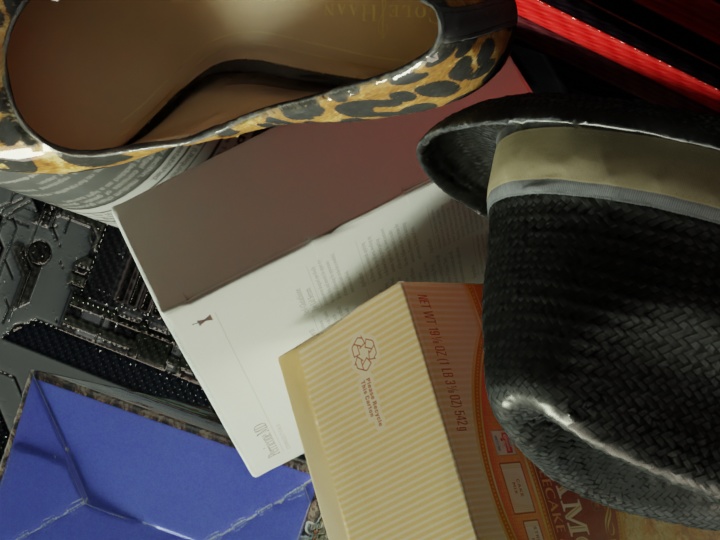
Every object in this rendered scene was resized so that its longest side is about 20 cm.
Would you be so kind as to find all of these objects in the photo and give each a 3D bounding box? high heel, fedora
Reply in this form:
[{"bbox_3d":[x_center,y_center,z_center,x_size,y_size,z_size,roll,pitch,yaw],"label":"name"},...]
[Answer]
[{"bbox_3d":[-0.058,-0.064,0.611,0.199,0.072,0.143,-10,-172,-5],"label":"high heel"},{"bbox_3d":[0.101,0.025,0.622,0.199,0.092,0.201,16,168,3],"label":"fedora"}]

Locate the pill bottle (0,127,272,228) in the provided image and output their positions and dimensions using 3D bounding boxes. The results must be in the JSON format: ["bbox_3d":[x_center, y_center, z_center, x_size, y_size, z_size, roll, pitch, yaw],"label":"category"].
[{"bbox_3d":[-0.095,-0.079,0.814,0.116,0.116,0.200,20,180,42],"label":"pill bottle"}]

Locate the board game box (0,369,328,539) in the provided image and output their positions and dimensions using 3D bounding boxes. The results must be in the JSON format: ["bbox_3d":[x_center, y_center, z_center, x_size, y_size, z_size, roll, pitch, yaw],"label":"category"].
[{"bbox_3d":[-0.060,0.125,1.033,0.159,0.097,0.200,17,178,24],"label":"board game box"}]

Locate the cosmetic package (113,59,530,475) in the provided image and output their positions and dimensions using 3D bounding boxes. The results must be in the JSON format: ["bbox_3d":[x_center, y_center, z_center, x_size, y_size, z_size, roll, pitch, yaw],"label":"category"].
[{"bbox_3d":[0.000,0.000,0.833,0.052,0.150,0.200,60,174,22],"label":"cosmetic package"}]

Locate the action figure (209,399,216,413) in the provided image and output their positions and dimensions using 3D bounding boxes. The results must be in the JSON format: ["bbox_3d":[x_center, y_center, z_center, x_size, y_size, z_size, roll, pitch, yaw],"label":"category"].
[{"bbox_3d":[0.008,0.014,1.070,0.200,0.193,0.105,50,-168,-47],"label":"action figure"}]

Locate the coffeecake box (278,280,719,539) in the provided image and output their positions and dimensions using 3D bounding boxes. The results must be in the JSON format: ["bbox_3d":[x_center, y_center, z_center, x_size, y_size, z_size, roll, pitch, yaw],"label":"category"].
[{"bbox_3d":[0.081,0.089,0.810,0.199,0.154,0.073,2,155,-45],"label":"coffeecake box"}]

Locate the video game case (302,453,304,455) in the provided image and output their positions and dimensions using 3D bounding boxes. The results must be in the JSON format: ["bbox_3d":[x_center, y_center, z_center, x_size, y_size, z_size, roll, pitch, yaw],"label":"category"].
[{"bbox_3d":[0.083,0.025,0.994,0.199,0.182,0.045,21,-179,-22],"label":"video game case"}]
